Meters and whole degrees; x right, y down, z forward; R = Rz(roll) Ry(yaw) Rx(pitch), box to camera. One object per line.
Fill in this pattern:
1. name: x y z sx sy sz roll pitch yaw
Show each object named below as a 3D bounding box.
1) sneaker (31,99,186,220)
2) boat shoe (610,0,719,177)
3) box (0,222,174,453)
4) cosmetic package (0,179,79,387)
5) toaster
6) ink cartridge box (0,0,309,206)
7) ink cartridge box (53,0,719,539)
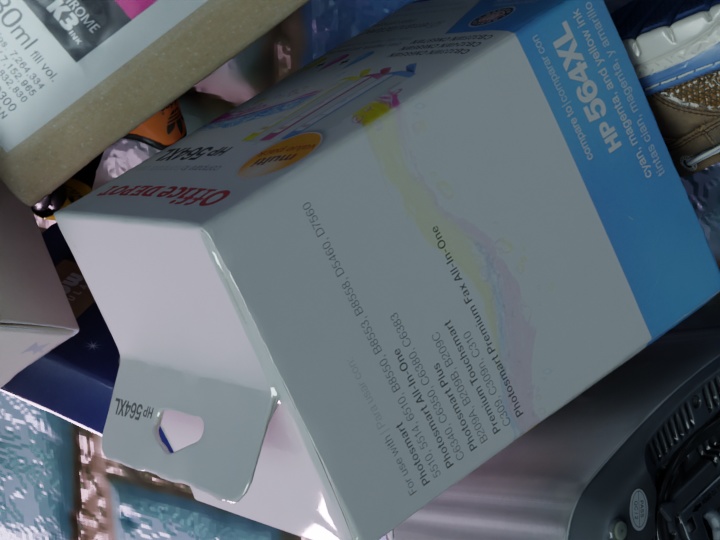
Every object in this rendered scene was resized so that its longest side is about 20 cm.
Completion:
1. sneaker: -0.160 -0.051 0.912 0.200 0.070 0.090 -25 100 33
2. boat shoe: 0.175 -0.083 0.729 0.200 0.072 0.073 -14 115 43
3. box: -0.068 0.031 0.879 0.199 0.121 0.033 22 126 15
4. cosmetic package: -0.199 -0.040 0.835 0.105 0.071 0.201 -34 69 24
5. toaster: 0.104 0.088 0.797 0.129 0.200 0.114 -3 116 47
6. ink cartridge box: -0.119 -0.151 0.777 0.164 0.075 0.200 -35 109 16
7. ink cartridge box: 0.000 0.000 0.756 0.128 0.200 0.126 4 123 59
